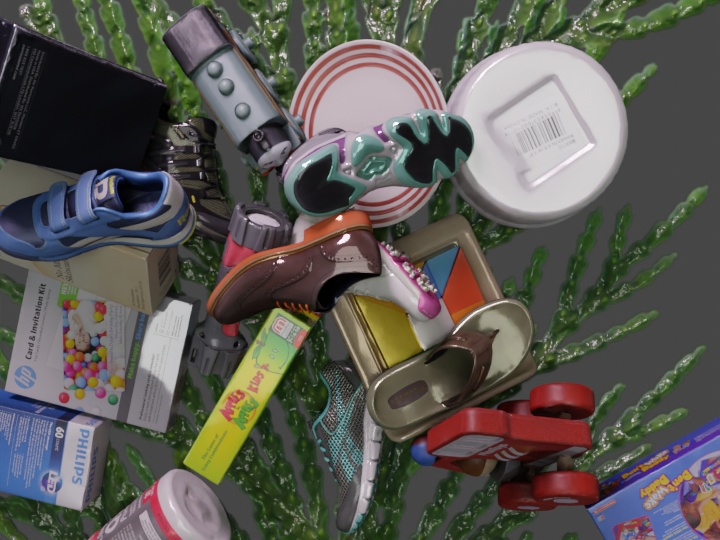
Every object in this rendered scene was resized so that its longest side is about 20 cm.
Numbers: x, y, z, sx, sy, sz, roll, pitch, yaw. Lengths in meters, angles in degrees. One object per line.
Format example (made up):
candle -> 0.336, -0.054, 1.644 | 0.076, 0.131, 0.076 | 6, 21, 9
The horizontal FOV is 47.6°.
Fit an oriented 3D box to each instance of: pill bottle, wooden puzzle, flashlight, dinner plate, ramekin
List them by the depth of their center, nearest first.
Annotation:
ramekin -> 0.185, -0.145, 0.870 | 0.198, 0.098, 0.203 | 0, 95, 4
wooden puzzle -> 0.074, 0.058, 0.890 | 0.183, 0.037, 0.202 | -25, 81, -8
dinner plate -> 0.009, -0.148, 0.896 | 0.198, 0.024, 0.203 | 5, 102, 25
flashlight -> -0.132, 0.026, 0.905 | 0.067, 0.068, 0.202 | 33, 118, 29
pill bottle -> -0.255, 0.331, 0.938 | 0.200, 0.111, 0.111 | -40, 91, 6

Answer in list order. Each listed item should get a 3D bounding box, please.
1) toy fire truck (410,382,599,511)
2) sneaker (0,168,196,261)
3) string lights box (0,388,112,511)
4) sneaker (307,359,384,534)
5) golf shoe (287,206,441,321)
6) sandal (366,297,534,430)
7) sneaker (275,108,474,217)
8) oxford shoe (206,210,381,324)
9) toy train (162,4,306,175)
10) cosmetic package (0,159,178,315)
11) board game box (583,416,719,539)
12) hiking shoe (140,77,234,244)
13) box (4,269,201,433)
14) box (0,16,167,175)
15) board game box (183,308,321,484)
toy fire truck -> 0.144, 0.182, 0.849 | 0.166, 0.200, 0.113 | 10, 67, -14
sneaker -> -0.266, -0.062, 0.807 | 0.197, 0.082, 0.075 | -9, 65, -9
string lights box -> -0.403, 0.204, 0.963 | 0.198, 0.059, 0.104 | 12, 96, 3
sneaker -> -0.018, 0.194, 0.932 | 0.090, 0.078, 0.203 | 7, 86, 7
golf shoe -> 0.000, 0.000, 0.859 | 0.200, 0.075, 0.092 | 43, 98, 30
sandal -> 0.099, 0.103, 0.843 | 0.200, 0.057, 0.080 | -33, 88, -8
sneaker -> 0.006, -0.123, 0.838 | 0.198, 0.140, 0.079 | -16, 111, -13
oxford shoe -> -0.069, 0.016, 0.814 | 0.199, 0.071, 0.073 | -29, 69, 21
toy train -> -0.132, -0.188, 0.874 | 0.085, 0.114, 0.201 | -34, 84, 8
cosmetic package -> -0.305, -0.037, 0.900 | 0.198, 0.074, 0.104 | 18, 140, 6
board game box -> 0.369, 0.269, 0.919 | 0.199, 0.045, 0.135 | -31, 92, 6
hiking shoe -> -0.189, -0.119, 0.911 | 0.101, 0.076, 0.200 | -44, 90, 10
box -> -0.300, 0.087, 0.955 | 0.198, 0.041, 0.158 | 15, 95, 4
box -> -0.343, -0.183, 0.826 | 0.199, 0.198, 0.125 | 25, 99, 27
board game box -> -0.118, 0.129, 0.914 | 0.047, 0.102, 0.201 | 31, 96, 0
